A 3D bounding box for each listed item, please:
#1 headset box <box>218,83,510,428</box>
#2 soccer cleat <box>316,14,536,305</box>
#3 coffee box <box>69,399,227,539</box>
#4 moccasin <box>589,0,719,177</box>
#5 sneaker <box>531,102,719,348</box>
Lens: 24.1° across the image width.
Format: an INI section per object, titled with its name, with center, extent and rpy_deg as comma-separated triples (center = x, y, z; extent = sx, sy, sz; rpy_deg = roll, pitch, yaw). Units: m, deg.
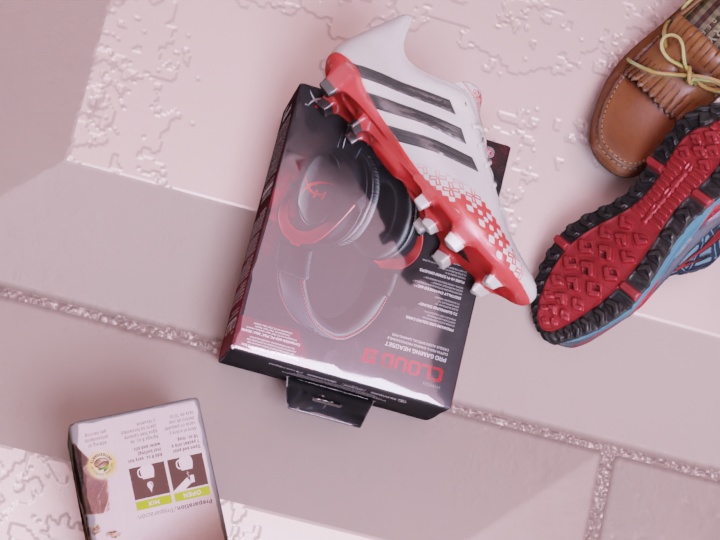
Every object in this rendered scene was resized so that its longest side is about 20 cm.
[headset box]
center = 0.000, 0.000, 1.096
extent = 0.148, 0.075, 0.201
rpy_deg = 17, 77, -8
[soccer cleat]
center = 0.056, -0.069, 1.048
extent = 0.085, 0.069, 0.200
rpy_deg = -38, 84, -12
[coffee box]
center = -0.119, 0.188, 1.014
extent = 0.079, 0.113, 0.201
rpy_deg = -11, 82, -12
[moccasin]
center = 0.233, -0.145, 1.164
extent = 0.201, 0.078, 0.074
rpy_deg = -41, 89, -14
[sneaker]
center = 0.205, -0.014, 1.133
extent = 0.200, 0.095, 0.079
rpy_deg = -44, 50, 7
